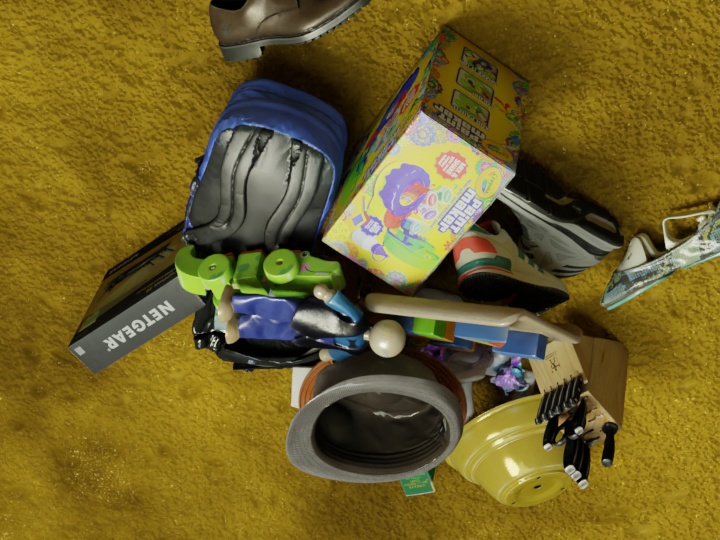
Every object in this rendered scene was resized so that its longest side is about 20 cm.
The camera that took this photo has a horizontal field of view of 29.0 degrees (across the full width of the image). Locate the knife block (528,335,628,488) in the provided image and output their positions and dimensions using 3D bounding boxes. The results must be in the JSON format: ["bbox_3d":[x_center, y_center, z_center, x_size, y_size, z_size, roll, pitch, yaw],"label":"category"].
[{"bbox_3d":[0.273,0.168,1.644,0.064,0.177,0.199,-31,155,30],"label":"knife block"}]

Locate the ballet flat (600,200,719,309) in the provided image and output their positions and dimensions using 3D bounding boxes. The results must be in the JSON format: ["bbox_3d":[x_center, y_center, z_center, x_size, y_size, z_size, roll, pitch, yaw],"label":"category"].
[{"bbox_3d":[0.353,-0.024,1.610,0.199,0.075,0.074,-29,116,26],"label":"ballet flat"}]

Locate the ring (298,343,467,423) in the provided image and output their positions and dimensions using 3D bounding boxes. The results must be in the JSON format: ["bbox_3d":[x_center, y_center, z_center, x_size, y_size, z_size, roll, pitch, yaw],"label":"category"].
[{"bbox_3d":[0.025,0.163,1.618,0.197,0.019,0.202,2,129,3],"label":"ring"}]

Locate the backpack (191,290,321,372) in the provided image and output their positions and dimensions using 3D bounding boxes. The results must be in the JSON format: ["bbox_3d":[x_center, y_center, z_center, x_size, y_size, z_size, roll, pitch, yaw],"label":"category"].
[{"bbox_3d":[-0.090,0.056,1.696,0.197,0.167,0.128,-2,81,13],"label":"backpack"}]

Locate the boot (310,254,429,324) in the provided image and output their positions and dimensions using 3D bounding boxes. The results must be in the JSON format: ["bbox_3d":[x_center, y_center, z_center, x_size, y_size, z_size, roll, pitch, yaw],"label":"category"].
[{"bbox_3d":[0.000,0.000,1.602,0.076,0.202,0.154,18,178,45],"label":"boot"}]

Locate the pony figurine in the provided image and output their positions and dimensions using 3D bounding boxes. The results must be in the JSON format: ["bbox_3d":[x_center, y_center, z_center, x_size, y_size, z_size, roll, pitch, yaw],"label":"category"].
[{"bbox_3d":[0.134,0.106,1.704,0.190,0.168,0.202,-5,133,-9],"label":"pony figurine"}]

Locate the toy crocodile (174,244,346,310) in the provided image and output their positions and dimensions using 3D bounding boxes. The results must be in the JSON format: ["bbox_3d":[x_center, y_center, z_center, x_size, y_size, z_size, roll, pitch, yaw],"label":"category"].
[{"bbox_3d":[-0.112,0.004,1.527,0.197,0.062,0.068,-2,142,19],"label":"toy crocodile"}]

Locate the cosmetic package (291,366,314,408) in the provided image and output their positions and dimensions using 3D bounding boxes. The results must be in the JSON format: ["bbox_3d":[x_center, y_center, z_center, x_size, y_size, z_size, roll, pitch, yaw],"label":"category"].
[{"bbox_3d":[-0.040,0.148,1.733,0.081,0.200,0.051,0,84,1],"label":"cosmetic package"}]

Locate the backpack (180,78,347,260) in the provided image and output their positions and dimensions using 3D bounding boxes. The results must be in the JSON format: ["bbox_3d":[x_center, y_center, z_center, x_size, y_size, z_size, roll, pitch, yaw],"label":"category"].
[{"bbox_3d":[-0.104,-0.117,1.560,0.160,0.169,0.201,15,135,-6],"label":"backpack"}]

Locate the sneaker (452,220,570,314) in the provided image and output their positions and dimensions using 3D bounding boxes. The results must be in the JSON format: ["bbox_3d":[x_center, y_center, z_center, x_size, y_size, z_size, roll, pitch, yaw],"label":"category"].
[{"bbox_3d":[0.168,-0.009,1.568,0.070,0.095,0.199,-27,154,31],"label":"sneaker"}]

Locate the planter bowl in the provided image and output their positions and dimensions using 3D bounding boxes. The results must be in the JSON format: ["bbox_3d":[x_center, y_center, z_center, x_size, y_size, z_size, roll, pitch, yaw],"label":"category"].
[{"bbox_3d":[0.212,0.240,1.754,0.198,0.084,0.201,-13,148,-8],"label":"planter bowl"}]

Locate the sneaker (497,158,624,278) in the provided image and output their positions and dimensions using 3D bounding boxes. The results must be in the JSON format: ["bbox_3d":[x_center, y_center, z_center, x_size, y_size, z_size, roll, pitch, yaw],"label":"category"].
[{"bbox_3d":[0.195,-0.045,1.599,0.199,0.076,0.115,27,128,-24],"label":"sneaker"}]

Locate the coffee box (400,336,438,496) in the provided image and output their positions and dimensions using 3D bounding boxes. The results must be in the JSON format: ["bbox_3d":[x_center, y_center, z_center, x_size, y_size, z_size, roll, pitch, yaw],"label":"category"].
[{"bbox_3d":[0.055,0.172,1.772,0.043,0.124,0.202,-11,121,15],"label":"coffee box"}]

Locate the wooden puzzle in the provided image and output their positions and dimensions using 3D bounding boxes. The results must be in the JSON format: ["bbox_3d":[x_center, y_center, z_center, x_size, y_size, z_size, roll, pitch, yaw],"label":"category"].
[{"bbox_3d":[0.125,0.064,1.520,0.183,0.199,0.047,5,85,31],"label":"wooden puzzle"}]

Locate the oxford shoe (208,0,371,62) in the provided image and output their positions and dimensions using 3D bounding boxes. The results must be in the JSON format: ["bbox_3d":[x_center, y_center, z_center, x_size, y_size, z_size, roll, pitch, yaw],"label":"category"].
[{"bbox_3d":[-0.077,-0.289,1.496,0.198,0.073,0.085,-13,120,20],"label":"oxford shoe"}]

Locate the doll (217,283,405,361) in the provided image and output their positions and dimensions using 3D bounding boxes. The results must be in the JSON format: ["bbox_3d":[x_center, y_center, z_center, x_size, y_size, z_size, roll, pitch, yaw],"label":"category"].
[{"bbox_3d":[-0.048,0.060,1.489,0.197,0.049,0.137,6,144,12],"label":"doll"}]

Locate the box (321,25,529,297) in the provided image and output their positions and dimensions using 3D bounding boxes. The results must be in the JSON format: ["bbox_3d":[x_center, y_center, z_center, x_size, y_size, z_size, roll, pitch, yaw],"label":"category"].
[{"bbox_3d":[0.074,-0.119,1.511,0.121,0.194,0.200,31,125,-12],"label":"box"}]

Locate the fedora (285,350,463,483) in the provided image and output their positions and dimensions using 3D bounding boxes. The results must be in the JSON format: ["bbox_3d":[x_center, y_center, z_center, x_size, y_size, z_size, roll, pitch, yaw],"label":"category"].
[{"bbox_3d":[0.014,0.150,1.536,0.197,0.091,0.178,1,133,-8],"label":"fedora"}]

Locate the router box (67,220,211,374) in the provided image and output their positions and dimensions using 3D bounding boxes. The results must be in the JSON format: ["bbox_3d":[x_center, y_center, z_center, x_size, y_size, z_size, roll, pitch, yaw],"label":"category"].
[{"bbox_3d":[-0.253,0.021,1.704,0.199,0.158,0.052,-31,115,28],"label":"router box"}]
